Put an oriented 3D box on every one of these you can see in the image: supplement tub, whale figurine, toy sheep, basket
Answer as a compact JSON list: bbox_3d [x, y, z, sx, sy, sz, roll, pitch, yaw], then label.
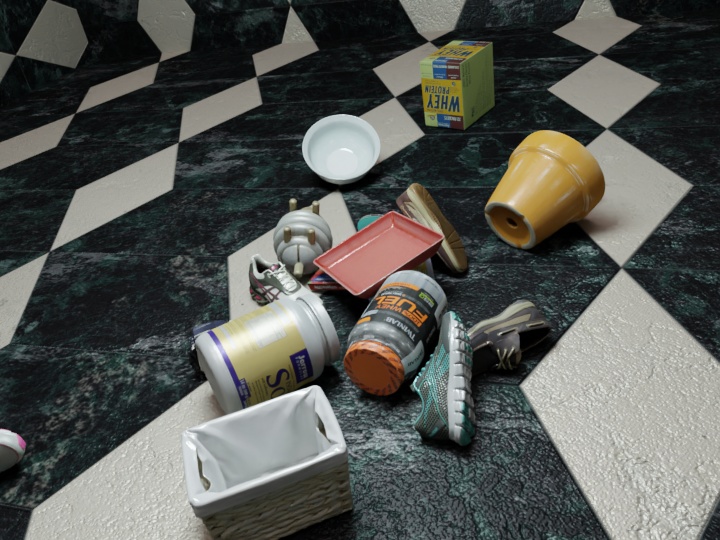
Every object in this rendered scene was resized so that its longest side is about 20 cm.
[{"bbox_3d":[-0.147,0.132,1.027,0.200,0.146,0.145,-24,36,-20],"label":"supplement tub"},{"bbox_3d":[0.057,0.100,1.043,0.122,0.123,0.200,7,37,24],"label":"supplement tub"},{"bbox_3d":[-0.042,-0.365,1.817,0.159,0.104,0.200,-4,9,11],"label":"whale figurine"},{"bbox_3d":[-0.120,-0.061,1.325,0.137,0.138,0.200,-2,42,12],"label":"toy sheep"},{"bbox_3d":[-0.119,0.264,0.842,0.199,0.124,0.136,-17,33,-12],"label":"basket"}]

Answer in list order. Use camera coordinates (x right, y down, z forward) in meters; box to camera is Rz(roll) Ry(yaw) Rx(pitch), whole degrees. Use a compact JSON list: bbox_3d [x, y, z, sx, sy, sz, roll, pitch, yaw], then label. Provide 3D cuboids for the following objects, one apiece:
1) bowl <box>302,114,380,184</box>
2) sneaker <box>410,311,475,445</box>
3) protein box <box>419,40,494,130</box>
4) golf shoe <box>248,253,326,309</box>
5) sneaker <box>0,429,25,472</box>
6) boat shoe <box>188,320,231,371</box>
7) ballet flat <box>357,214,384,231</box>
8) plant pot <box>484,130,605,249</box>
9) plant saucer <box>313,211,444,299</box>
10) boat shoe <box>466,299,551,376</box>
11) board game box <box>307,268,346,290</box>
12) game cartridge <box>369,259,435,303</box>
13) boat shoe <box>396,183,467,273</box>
[{"bbox_3d":[-0.049,-0.299,1.668,0.200,0.090,0.202,0,65,0],"label":"bowl"},{"bbox_3d":[0.116,0.155,0.943,0.091,0.078,0.201,-8,59,23],"label":"sneaker"},{"bbox_3d":[0.290,-0.550,1.891,0.135,0.199,0.200,15,41,34],"label":"protein box"},{"bbox_3d":[-0.150,0.036,1.228,0.200,0.088,0.077,22,43,37],"label":"golf shoe"},{"bbox_3d":[-0.596,0.310,0.946,0.200,0.082,0.088,-26,37,-9],"label":"sneaker"},{"bbox_3d":[-0.209,0.112,1.141,0.199,0.075,0.093,-12,26,-15],"label":"boat shoe"},{"bbox_3d":[0.091,-0.079,1.370,0.200,0.072,0.072,12,39,29],"label":"ballet flat"},{"bbox_3d":[0.357,-0.147,1.296,0.183,0.200,0.200,-45,44,-19],"label":"plant pot"},{"bbox_3d":[0.035,-0.027,1.208,0.199,0.037,0.200,-33,30,-14],"label":"plant saucer"},{"bbox_3d":[0.225,0.117,1.018,0.200,0.075,0.073,-32,44,-21],"label":"boat shoe"},{"bbox_3d":[0.000,0.000,1.247,0.200,0.019,0.103,-1,37,37],"label":"board game box"},{"bbox_3d":[0.077,0.022,1.236,0.133,0.041,0.200,-11,33,5],"label":"game cartridge"},{"bbox_3d":[0.138,-0.074,1.271,0.072,0.200,0.072,-36,-7,30],"label":"boat shoe"}]
